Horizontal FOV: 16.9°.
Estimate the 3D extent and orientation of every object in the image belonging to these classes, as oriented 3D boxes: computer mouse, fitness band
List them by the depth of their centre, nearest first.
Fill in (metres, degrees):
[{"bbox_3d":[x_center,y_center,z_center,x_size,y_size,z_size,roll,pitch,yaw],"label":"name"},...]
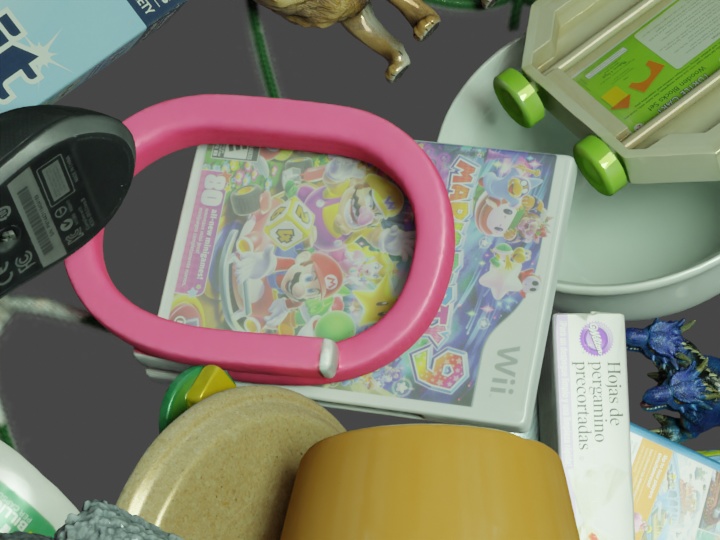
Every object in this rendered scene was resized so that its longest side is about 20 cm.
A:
[{"bbox_3d":[-0.201,-0.022,1.171,0.200,0.139,0.053,-34,54,-19],"label":"computer mouse"},{"bbox_3d":[-0.052,-0.017,1.217,0.200,0.037,0.144,6,74,13],"label":"fitness band"}]

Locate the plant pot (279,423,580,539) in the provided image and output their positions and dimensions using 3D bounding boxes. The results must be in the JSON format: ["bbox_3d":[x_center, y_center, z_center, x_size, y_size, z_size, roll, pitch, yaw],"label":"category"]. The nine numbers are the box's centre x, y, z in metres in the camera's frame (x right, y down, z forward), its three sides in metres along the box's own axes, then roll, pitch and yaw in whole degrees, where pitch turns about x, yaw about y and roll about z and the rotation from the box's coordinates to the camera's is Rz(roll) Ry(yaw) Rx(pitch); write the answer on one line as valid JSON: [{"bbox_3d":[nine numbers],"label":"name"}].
[{"bbox_3d":[0.031,0.175,1.118,0.200,0.200,0.184,8,69,-19],"label":"plant pot"}]

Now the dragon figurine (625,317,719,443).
[{"bbox_3d":[0.220,0.066,1.314,0.200,0.099,0.059,8,76,-19],"label":"dragon figurine"}]

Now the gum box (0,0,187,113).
[{"bbox_3d":[-0.217,-0.146,1.227,0.200,0.045,0.170,-39,93,-23],"label":"gum box"}]

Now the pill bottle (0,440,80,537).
[{"bbox_3d":[-0.223,0.172,1.116,0.113,0.113,0.200,42,67,-7],"label":"pill bottle"}]

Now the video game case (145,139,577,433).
[{"bbox_3d":[0.000,0.000,1.231,0.200,0.018,0.143,7,72,16],"label":"video game case"}]

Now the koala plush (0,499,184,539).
[{"bbox_3d":[-0.179,0.157,1.007,0.200,0.184,0.178,22,88,-5],"label":"koala plush"}]

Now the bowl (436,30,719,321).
[{"bbox_3d":[0.146,-0.044,1.295,0.201,0.090,0.201,-10,51,12],"label":"bowl"}]

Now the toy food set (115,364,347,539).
[{"bbox_3d":[-0.056,0.151,1.181,0.200,0.049,0.198,53,57,-35],"label":"toy food set"}]

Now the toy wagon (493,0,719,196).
[{"bbox_3d":[0.171,-0.098,1.245,0.155,0.040,0.200,-36,51,-10],"label":"toy wagon"}]

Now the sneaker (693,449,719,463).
[{"bbox_3d":[0.143,0.154,1.286,0.199,0.071,0.083,-28,92,-18],"label":"sneaker"}]

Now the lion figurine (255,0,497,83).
[{"bbox_3d":[0.017,-0.184,1.319,0.122,0.072,0.200,46,52,8],"label":"lion figurine"}]

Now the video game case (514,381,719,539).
[{"bbox_3d":[0.126,0.150,1.237,0.200,0.018,0.143,24,75,-6],"label":"video game case"}]

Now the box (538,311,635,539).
[{"bbox_3d":[0.113,0.122,1.209,0.039,0.041,0.200,1,78,-11],"label":"box"}]
